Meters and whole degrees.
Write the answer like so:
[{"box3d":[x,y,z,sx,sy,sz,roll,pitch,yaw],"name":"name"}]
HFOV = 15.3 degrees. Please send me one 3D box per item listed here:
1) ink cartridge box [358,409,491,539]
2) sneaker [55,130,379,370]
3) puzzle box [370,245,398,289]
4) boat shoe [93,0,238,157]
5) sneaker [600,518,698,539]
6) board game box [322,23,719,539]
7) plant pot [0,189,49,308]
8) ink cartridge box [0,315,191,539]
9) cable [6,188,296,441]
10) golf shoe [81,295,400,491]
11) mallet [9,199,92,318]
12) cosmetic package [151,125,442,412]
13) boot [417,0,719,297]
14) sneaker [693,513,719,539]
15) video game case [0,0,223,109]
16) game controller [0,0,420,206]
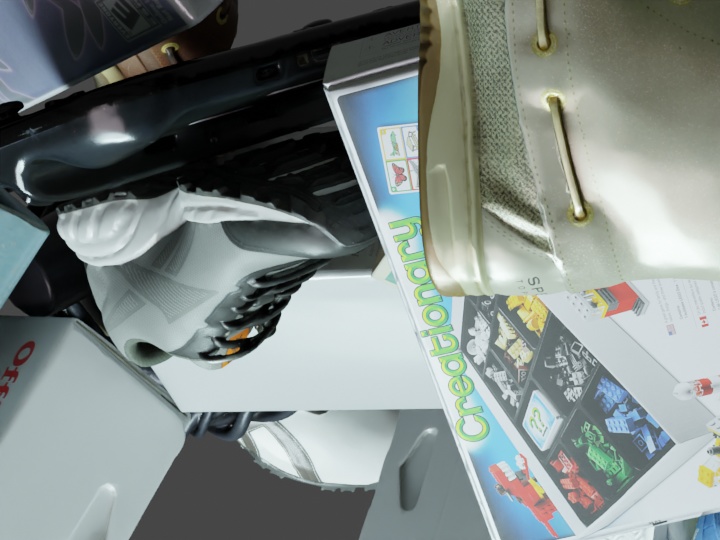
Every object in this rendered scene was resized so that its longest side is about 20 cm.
[{"box3d":[0.090,0.147,1.384,0.085,0.147,0.200,4,154,32],"name":"ink cartridge box"},{"box3d":[-0.044,-0.005,1.014,0.074,0.080,0.200,-18,-176,-30],"name":"sneaker"},{"box3d":[0.113,0.005,0.993,0.199,0.026,0.133,24,152,-7],"name":"puzzle box"},{"box3d":[-0.082,-0.109,1.049,0.067,0.072,0.201,-15,145,0],"name":"boat shoe"},{"box3d":[0.139,0.099,1.324,0.073,0.116,0.201,3,117,26],"name":"sneaker"},{"box3d":[0.078,0.000,0.923,0.125,0.035,0.201,-13,118,14],"name":"board game box"},{"box3d":[-0.288,0.009,1.185,0.195,0.201,0.196,26,-177,-28],"name":"plant pot"},{"box3d":[-0.191,0.099,1.225,0.199,0.146,0.084,-1,143,50],"name":"ink cartridge box"},{"box3d":[-0.086,0.012,1.271,0.199,0.051,0.164,-10,113,34],"name":"cable"},{"box3d":[-0.045,0.046,1.353,0.199,0.078,0.094,27,154,-10],"name":"golf shoe"},{"box3d":[-0.182,0.011,1.260,0.199,0.066,0.041,-20,101,43],"name":"mallet"},{"box3d":[0.000,0.000,1.137,0.198,0.082,0.113,0,146,19],"name":"cosmetic package"},{"box3d":[0.096,-0.088,0.816,0.153,0.202,0.072,3,-168,12],"name":"boot"},{"box3d":[0.246,0.130,1.259,0.199,0.106,0.076,16,159,13],"name":"sneaker"},{"box3d":[-0.155,-0.150,0.957,0.200,0.023,0.182,52,150,-14],"name":"video game case"},{"box3d":[-0.047,-0.069,0.980,0.104,0.199,0.042,-28,85,44],"name":"game controller"}]
